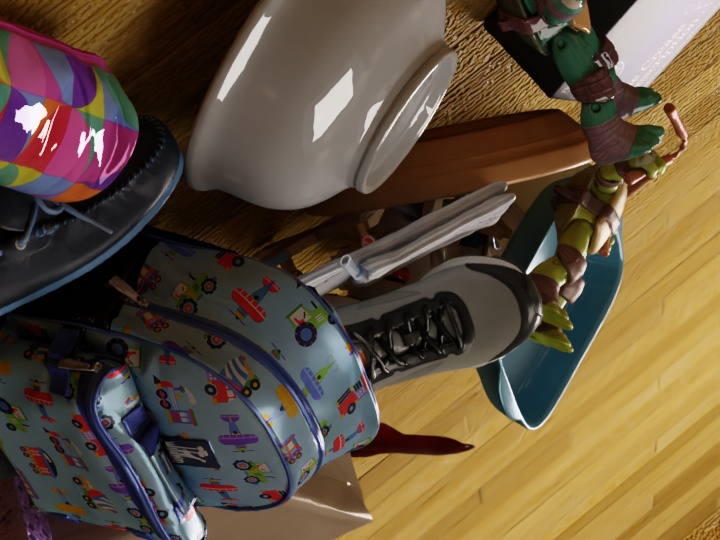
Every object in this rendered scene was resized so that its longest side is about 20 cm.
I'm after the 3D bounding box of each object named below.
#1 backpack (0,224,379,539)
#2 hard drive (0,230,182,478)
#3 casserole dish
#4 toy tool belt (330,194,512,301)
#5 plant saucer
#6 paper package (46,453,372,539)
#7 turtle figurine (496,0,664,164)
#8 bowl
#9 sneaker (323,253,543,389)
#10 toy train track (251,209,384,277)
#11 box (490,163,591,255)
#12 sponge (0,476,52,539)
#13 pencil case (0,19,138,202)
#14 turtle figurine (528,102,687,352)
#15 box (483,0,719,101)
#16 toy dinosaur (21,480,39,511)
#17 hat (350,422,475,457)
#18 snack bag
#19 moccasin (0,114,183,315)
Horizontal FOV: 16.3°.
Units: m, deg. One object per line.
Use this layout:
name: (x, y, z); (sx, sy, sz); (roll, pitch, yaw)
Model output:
backpack: (-0.098, 0.067, 1.400); (0.135, 0.199, 0.183); (-57, 144, -33)
hard drive: (-0.178, 0.048, 1.493); (0.200, 0.033, 0.141); (-4, 105, -59)
casserole dish: (0.129, 0.018, 1.771); (0.200, 0.039, 0.122); (-57, 142, -32)
toy tool belt: (0.042, -0.021, 1.768); (0.200, 0.124, 0.124); (9, 93, -74)
plant saucer: (0.058, -0.074, 1.640); (0.199, 0.038, 0.200); (-11, -174, 1)
paper package: (-0.125, 0.151, 1.696); (0.199, 0.104, 0.190); (-27, 157, 23)
turtle figurine: (0.133, -0.173, 1.559); (0.100, 0.201, 0.150); (-8, -152, 29)
bowl: (-0.008, -0.107, 1.415); (0.202, 0.090, 0.201); (-54, 171, -12)
sneaker: (0.025, 0.046, 1.627); (0.199, 0.074, 0.079); (-15, -166, 22)
toy train track: (-0.051, 0.003, 1.646); (0.200, 0.033, 0.114); (-31, -172, -42)
box: (0.119, -0.016, 1.932); (0.078, 0.095, 0.200); (-29, 156, -28)
sponge: (-0.242, 0.195, 1.581); (0.112, 0.200, 0.030); (-43, 124, 12)
pencil case: (-0.182, -0.087, 1.224); (0.088, 0.088, 0.200); (-44, 162, 8)
turtle figurine: (0.155, -0.034, 1.685); (0.162, 0.064, 0.200); (-61, 179, -18)
box: (0.196, -0.208, 1.689); (0.200, 0.079, 0.141); (-49, 157, 20)
toy dinosaur: (-0.228, 0.092, 1.535); (0.077, 0.103, 0.200); (-14, 156, 30)
hat: (-0.057, 0.152, 1.827); (0.165, 0.176, 0.200); (-29, 158, -31)
snack bag: (0.000, 0.000, 1.554); (0.199, 0.022, 0.189); (-25, 178, -3)
moccasin: (-0.187, -0.025, 1.347); (0.200, 0.080, 0.068); (-36, 131, -9)
